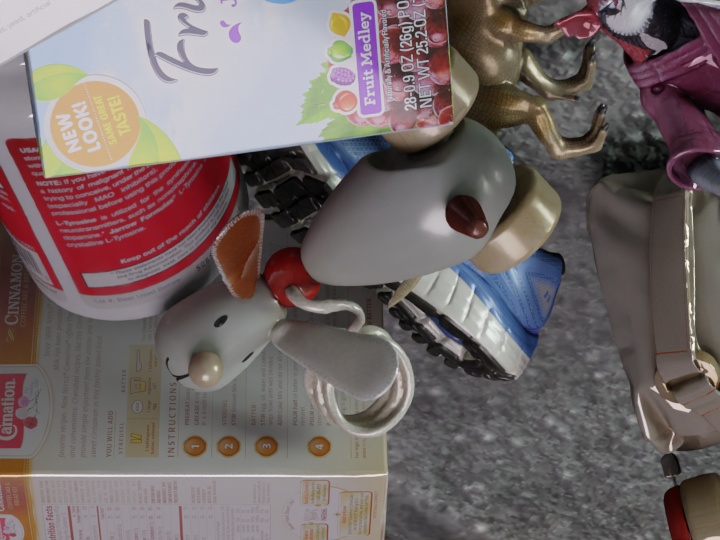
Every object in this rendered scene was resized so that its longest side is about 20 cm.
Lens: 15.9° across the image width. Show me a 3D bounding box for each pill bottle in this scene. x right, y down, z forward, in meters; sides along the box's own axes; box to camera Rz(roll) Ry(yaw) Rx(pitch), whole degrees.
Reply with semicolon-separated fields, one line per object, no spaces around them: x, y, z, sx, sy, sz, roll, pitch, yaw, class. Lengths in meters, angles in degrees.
-0.125;-0.077;1.139;0.111;0.113;0.201;-9;142;9;pill bottle

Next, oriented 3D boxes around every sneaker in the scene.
0.020;-0.038;1.235;0.200;0.089;0.078;43;160;-23;sneaker

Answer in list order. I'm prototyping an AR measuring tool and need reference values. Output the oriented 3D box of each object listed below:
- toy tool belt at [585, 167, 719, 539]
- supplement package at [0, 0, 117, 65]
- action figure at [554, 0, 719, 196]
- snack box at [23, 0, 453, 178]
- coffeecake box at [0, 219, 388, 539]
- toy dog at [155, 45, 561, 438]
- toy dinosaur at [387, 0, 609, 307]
0.189;0.037;1.245;0.122;0.202;0.125;-16;175;11;toy tool belt
-0.185;-0.168;0.850;0.150;0.152;0.200;-27;119;16;supplement package
0.172;-0.091;1.052;0.199;0.135;0.149;19;-176;-4;action figure
-0.056;-0.148;1.001;0.167;0.068;0.202;-7;111;-7;snack box
-0.088;0.055;1.275;0.198;0.154;0.073;1;143;-2;coffeecake box
0.000;0.000;1.124;0.131;0.096;0.201;28;112;-13;toy dog
0.060;-0.083;1.172;0.100;0.058;0.201;3;116;-7;toy dinosaur
